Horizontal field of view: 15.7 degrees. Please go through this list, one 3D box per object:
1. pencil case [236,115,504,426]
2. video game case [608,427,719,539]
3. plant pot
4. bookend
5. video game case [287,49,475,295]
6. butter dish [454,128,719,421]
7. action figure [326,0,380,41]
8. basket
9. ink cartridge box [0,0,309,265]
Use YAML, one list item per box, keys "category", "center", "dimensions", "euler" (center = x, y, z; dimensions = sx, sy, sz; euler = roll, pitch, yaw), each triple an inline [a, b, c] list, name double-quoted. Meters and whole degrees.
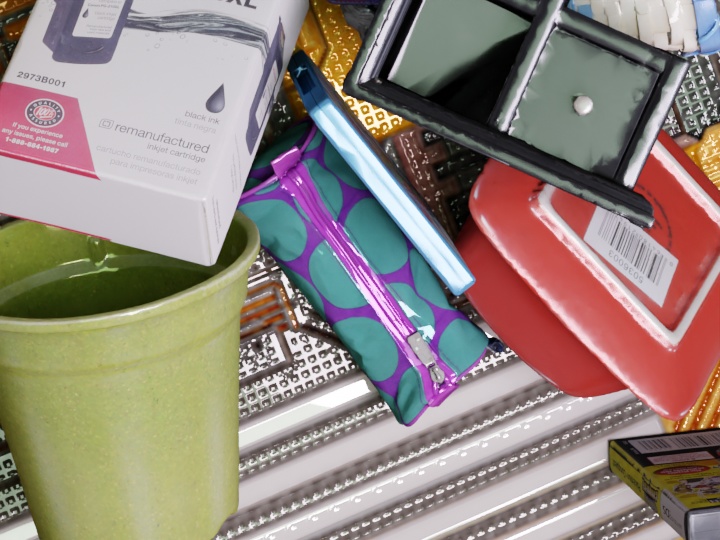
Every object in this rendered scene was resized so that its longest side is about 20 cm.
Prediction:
- category: "pencil case"
  center: [0.000, 0.000, 1.680]
  dimensions: [0.085, 0.092, 0.200]
  euler: [-39, 103, -2]
- category: "video game case"
  center: [0.282, 0.134, 1.708]
  dimensions: [0.200, 0.181, 0.026]
  euler: [-6, 102, -10]
- category: "plant pot"
  center: [-0.151, 0.075, 1.626]
  dimensions: [0.200, 0.200, 0.185]
  euler: [-10, 111, -9]
- category: "bookend"
  center: [0.121, -0.154, 1.544]
  dimensions: [0.200, 0.092, 0.199]
  euler: [25, 95, 3]
- category: "video game case"
  center: [0.009, -0.064, 1.615]
  dimensions: [0.018, 0.200, 0.143]
  euler: [-38, 104, 4]
- category: "butter dish"
  center: [0.136, -0.003, 1.685]
  dimensions: [0.200, 0.148, 0.200]
  euler: [46, 44, -10]
- category: "action figure"
  center: [0.033, -0.237, 1.646]
  dimensions: [0.200, 0.105, 0.194]
  euler: [11, 103, 10]
- category: "basket"
  center: [0.210, -0.222, 1.653]
  dimensions: [0.200, 0.139, 0.177]
  euler: [-8, 102, 8]
- category: "ink cartridge box"
  center: [-0.127, -0.120, 1.574]
  dimensions: [0.145, 0.084, 0.200]
  euler: [14, 62, 8]
